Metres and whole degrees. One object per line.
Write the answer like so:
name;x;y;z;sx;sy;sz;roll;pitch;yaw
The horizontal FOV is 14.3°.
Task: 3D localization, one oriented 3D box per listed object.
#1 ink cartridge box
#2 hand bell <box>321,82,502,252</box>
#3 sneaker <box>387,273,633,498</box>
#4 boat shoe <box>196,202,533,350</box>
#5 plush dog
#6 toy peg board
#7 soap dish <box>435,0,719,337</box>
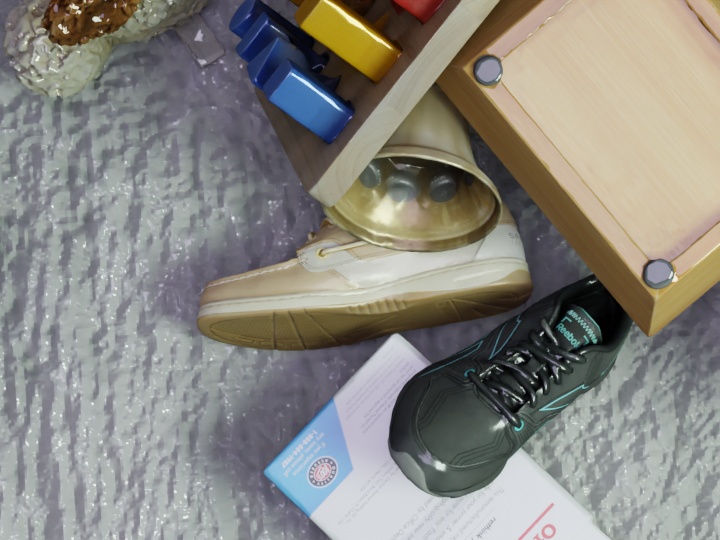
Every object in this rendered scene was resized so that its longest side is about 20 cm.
ink cartridge box;0.055;0.146;1.682;0.200;0.068;0.116;44;89;5
hand bell;0.037;-0.122;1.668;0.104;0.104;0.200;4;60;3
sneaker;0.089;0.055;1.633;0.075;0.079;0.200;46;49;6
boat shoe;0.000;0.000;1.700;0.200;0.074;0.069;-8;69;2
plush dog;-0.131;-0.204;1.665;0.160;0.172;0.200;4;85;3
toy peg board;-0.009;-0.169;1.618;0.098;0.200;0.199;36;100;-21
soap dish;0.156;-0.088;1.575;0.157;0.081;0.200;-40;89;3
